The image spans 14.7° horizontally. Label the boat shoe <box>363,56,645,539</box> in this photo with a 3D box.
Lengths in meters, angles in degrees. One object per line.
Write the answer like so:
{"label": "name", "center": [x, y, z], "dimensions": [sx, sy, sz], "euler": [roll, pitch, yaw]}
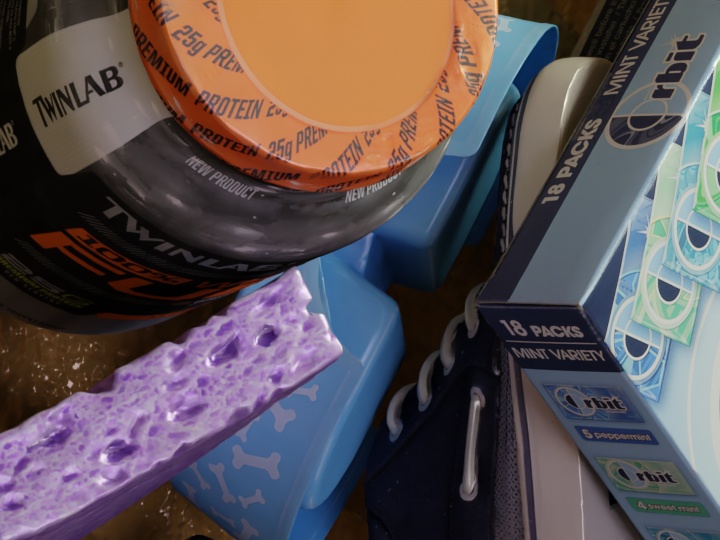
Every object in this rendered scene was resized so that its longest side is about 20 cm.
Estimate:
{"label": "boat shoe", "center": [0.043, 0.033, 0.898], "dimensions": [0.075, 0.092, 0.201], "euler": [-4, 95, -55]}

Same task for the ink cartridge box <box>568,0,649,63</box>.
{"label": "ink cartridge box", "center": [0.161, -0.046, 1.008], "dimensions": [0.200, 0.075, 0.165], "euler": [44, 67, -43]}

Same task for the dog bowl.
{"label": "dog bowl", "center": [0.000, 0.000, 0.904], "dimensions": [0.049, 0.112, 0.200], "euler": [26, 79, 9]}

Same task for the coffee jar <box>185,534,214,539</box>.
{"label": "coffee jar", "center": [-0.063, 0.191, 0.896], "dimensions": [0.104, 0.085, 0.201], "euler": [-17, 108, -26]}

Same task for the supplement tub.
{"label": "supplement tub", "center": [-0.049, -0.054, 0.782], "dimensions": [0.122, 0.200, 0.123], "euler": [5, 79, -24]}

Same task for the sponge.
{"label": "sponge", "center": [-0.087, 0.062, 0.796], "dimensions": [0.111, 0.200, 0.030], "euler": [-31, 87, -27]}

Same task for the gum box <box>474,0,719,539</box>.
{"label": "gum box", "center": [0.135, 0.013, 0.890], "dimensions": [0.200, 0.044, 0.170], "euler": [53, 55, -32]}
